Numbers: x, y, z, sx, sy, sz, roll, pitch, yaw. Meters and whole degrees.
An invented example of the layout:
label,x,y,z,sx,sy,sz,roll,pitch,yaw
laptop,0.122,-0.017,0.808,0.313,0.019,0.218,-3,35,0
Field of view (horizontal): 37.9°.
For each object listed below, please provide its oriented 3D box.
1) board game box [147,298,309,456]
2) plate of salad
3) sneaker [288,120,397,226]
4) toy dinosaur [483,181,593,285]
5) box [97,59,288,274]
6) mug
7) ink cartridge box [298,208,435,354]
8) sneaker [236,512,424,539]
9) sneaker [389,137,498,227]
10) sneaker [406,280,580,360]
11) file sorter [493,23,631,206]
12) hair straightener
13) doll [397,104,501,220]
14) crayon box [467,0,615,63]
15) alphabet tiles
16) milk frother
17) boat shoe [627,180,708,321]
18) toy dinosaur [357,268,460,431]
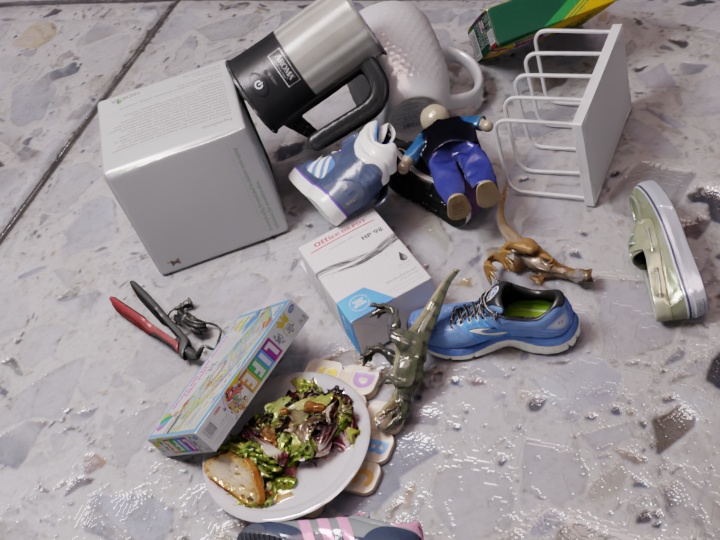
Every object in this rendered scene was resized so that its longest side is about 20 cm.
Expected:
label,x,y,z,sx,sy,sz,roll,pitch,yaw
board game box,-0.156,0.127,1.237,0.134,0.034,0.200,-18,32,54
plate of salad,-0.087,0.188,1.174,0.200,0.048,0.200,-12,44,12
sneaker,-0.011,-0.139,1.403,0.146,0.081,0.200,-43,20,0
toy dinosaur,0.200,-0.025,1.302,0.106,0.061,0.200,-17,45,-32
box,-0.231,-0.142,1.446,0.200,0.199,0.172,-19,45,1
mug,0.080,-0.278,1.517,0.199,0.148,0.176,-6,51,-14
ink cartridge box,0.000,0.000,1.326,0.116,0.067,0.200,-29,45,-9
sneaker,-0.028,0.283,1.084,0.199,0.070,0.082,4,29,23
sneaker,0.101,-0.136,1.426,0.087,0.076,0.200,-35,55,-24
sneaker,0.149,0.048,1.215,0.199,0.089,0.079,-6,46,17
file sorter,0.267,-0.207,1.379,0.124,0.139,0.200,7,51,27
hair straightener,-0.246,0.058,1.373,0.077,0.041,0.200,-43,44,-22
doll,0.113,-0.151,1.356,0.136,0.049,0.200,-23,45,7
crayon box,0.254,-0.364,1.509,0.172,0.058,0.200,-19,5,0
alphabet tiles,-0.054,0.187,1.207,0.195,0.015,0.200,8,51,25
milk frother,-0.060,-0.274,1.445,0.188,0.181,0.200,-33,21,7
boat shoe,0.346,-0.027,1.229,0.062,0.072,0.200,-13,48,4
toy dinosaur,0.046,0.083,1.207,0.088,0.047,0.200,18,84,31
